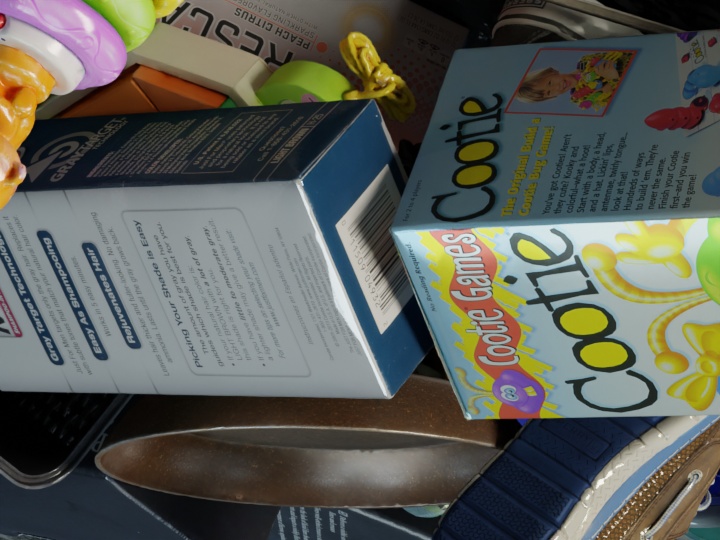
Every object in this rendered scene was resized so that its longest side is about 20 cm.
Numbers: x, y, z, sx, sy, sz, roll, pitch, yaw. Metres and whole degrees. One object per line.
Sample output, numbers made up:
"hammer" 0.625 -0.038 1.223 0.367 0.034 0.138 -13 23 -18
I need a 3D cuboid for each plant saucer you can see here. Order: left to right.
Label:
"plant saucer" -0.017 0.073 1.182 0.200 0.035 0.200 1 165 0

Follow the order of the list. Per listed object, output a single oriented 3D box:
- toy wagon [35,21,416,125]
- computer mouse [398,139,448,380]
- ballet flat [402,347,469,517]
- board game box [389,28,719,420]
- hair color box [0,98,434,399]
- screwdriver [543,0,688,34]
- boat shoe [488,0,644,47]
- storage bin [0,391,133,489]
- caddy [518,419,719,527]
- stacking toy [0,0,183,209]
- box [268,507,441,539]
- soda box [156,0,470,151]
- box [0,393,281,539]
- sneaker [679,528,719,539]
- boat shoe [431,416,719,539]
"toy wagon" -0.060 -0.040 1.076 0.200 0.040 0.155 -25 111 46
"computer mouse" 0.000 0.000 1.152 0.200 0.046 0.140 -13 130 43
"ballet flat" 0.020 0.060 1.346 0.074 0.074 0.200 29 -167 -14
"board game box" 0.129 -0.017 0.977 0.200 0.105 0.103 -2 133 23
"hair color box" -0.071 -0.007 1.037 0.200 0.061 0.100 -1 124 36
"screwdriver" 0.120 -0.094 1.020 0.200 0.029 0.028 23 161 14
"boat shoe" 0.129 -0.038 1.086 0.200 0.064 0.071 30 160 -17
"storage bin" -0.144 -0.020 1.215 0.094 0.200 0.135 31 170 45
"caddy" 0.151 0.068 1.229 0.199 0.105 0.141 6 153 14
"stacking toy" -0.110 -0.106 0.982 0.116 0.200 0.110 13 158 30
"box" 0.046 0.125 1.536 0.200 0.107 0.148 22 160 9
"soda box" -0.059 -0.106 1.123 0.200 0.069 0.064 25 160 -6
"box" -0.117 0.034 1.353 0.196 0.200 0.117 4 152 43
"sneaker" 0.222 0.123 1.397 0.080 0.072 0.200 -4 151 45
"boat shoe" 0.112 0.076 1.124 0.072 0.200 0.072 39 166 42
